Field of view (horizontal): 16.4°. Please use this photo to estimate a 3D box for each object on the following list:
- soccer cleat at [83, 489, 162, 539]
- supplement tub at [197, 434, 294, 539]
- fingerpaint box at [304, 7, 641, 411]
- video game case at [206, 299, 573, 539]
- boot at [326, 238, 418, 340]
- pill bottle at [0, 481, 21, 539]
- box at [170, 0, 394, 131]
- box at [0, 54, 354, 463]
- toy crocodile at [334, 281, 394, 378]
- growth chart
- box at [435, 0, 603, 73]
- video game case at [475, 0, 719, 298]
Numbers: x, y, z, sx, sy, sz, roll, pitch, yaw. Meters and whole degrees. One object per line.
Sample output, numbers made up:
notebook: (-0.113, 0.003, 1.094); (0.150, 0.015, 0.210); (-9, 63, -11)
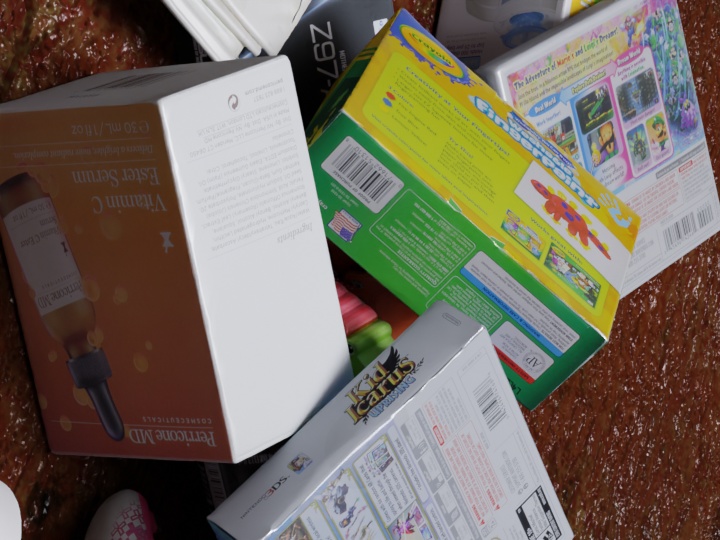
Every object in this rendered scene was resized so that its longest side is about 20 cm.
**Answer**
soccer cleat: (-0.158, 0.212, 1.378); (0.086, 0.070, 0.201); (11, 66, -17)
supplement tub: (-0.032, 0.161, 1.496); (0.107, 0.107, 0.201); (-28, 109, -46)
fingerpaint box: (0.060, -0.038, 1.465); (0.200, 0.073, 0.167); (40, 28, -8)
video game case: (0.022, 0.145, 1.407); (0.181, 0.045, 0.200); (-44, 136, -19)
boot: (0.000, 0.000, 1.547); (0.107, 0.075, 0.200); (-51, 138, 9)
pill bottle: (-0.264, 0.108, 1.222); (0.200, 0.111, 0.111); (31, 65, -44)
box: (-0.048, -0.171, 1.537); (0.160, 0.043, 0.201); (-16, 101, -48)
box: (-0.107, -0.006, 1.379); (0.106, 0.152, 0.201); (-24, 106, -47)
toy crocodile: (-0.040, 0.015, 1.450); (0.067, 0.200, 0.062); (-23, 144, -46)
growth chart: (-0.060, -0.208, 1.477); (0.145, 0.018, 0.200); (57, 50, -30)
box: (0.118, -0.130, 1.679); (0.101, 0.112, 0.201); (25, 71, -46)
video game case: (0.159, -0.077, 1.625); (0.200, 0.024, 0.183); (-31, 113, -43)
